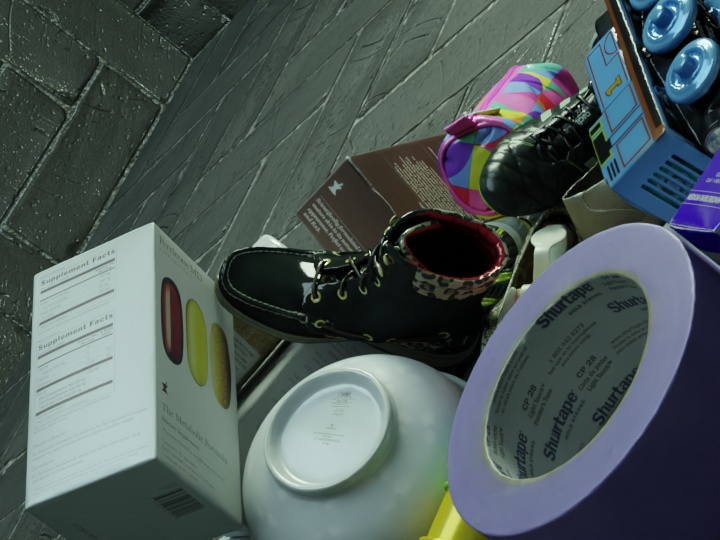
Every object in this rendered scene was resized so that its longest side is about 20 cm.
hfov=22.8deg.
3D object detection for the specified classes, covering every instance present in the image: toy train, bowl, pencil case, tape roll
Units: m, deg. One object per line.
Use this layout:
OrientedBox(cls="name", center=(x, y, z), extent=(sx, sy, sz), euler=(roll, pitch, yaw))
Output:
OrientedBox(cls="toy train", center=(0.203, -0.126, 1.188), extent=(0.114, 0.086, 0.201), euler=(-46, 32, 28))
OrientedBox(cls="bowl", center=(-0.005, 0.131, 1.219), extent=(0.199, 0.091, 0.203), euler=(-16, 49, 19))
OrientedBox(cls="pencil case", center=(0.125, -0.112, 1.464), extent=(0.088, 0.088, 0.200), euler=(-46, 0, 26))
OrientedBox(cls="tape roll", center=(0.144, 0.080, 1.018), extent=(0.200, 0.085, 0.201), euler=(-44, 26, 28))

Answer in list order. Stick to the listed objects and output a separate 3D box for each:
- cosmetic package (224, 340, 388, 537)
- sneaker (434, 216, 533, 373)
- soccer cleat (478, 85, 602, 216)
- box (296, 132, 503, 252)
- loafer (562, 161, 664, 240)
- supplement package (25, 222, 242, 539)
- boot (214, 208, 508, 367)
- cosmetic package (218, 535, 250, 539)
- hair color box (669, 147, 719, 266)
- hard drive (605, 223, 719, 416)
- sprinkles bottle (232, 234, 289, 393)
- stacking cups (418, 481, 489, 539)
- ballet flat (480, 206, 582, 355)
OrientedBox(cls="cosmetic package", center=(-0.054, 0.107, 1.372), extent=(0.200, 0.074, 0.102), euler=(-51, 9, -19))
OrientedBox(cls="sneaker", center=(0.077, 0.033, 1.439), extent=(0.200, 0.076, 0.076), euler=(-45, -12, 36))
OrientedBox(cls="soccer cleat", center=(0.166, -0.109, 1.329), extent=(0.199, 0.068, 0.081), euler=(-34, -17, -28))
OrientedBox(cls="box", center=(0.043, -0.046, 1.468), extent=(0.075, 0.100, 0.200), euler=(-44, -12, 25))
OrientedBox(cls="loafer", center=(0.216, -0.098, 1.275), extent=(0.201, 0.067, 0.076), euler=(-56, 15, -9))
OrientedBox(cls="supplement package", center=(-0.160, 0.089, 1.265), extent=(0.109, 0.114, 0.201), euler=(-22, 50, 19))
OrientedBox(cls="boot", center=(0.001, -0.001, 1.274), extent=(0.154, 0.201, 0.074), euler=(111, 172, -64))
OrientedBox(cls="cosmetic package", center=(-0.069, 0.245, 1.356), extent=(0.200, 0.081, 0.113), euler=(-38, 21, 42))
OrientedBox(cls="hair color box", center=(0.272, -0.072, 0.971), extent=(0.201, 0.109, 0.065), euler=(-56, 16, -5))
OrientedBox(cls="hard drive", center=(0.216, -0.003, 1.145), extent=(0.200, 0.027, 0.132), euler=(-50, 15, 12))
OrientedBox(cls="sprinkles bottle", center=(-0.114, 0.067, 1.376), extent=(0.200, 0.068, 0.068), euler=(-49, 15, -6))
OrientedBox(cls="stacking cups", center=(0.103, 0.099, 1.163), extent=(0.060, 0.060, 0.201), euler=(-21, 41, 63))
OrientedBox(cls="ballet flat", center=(0.125, 0.021, 1.265), extent=(0.201, 0.067, 0.076), euler=(-70, -14, -51))
